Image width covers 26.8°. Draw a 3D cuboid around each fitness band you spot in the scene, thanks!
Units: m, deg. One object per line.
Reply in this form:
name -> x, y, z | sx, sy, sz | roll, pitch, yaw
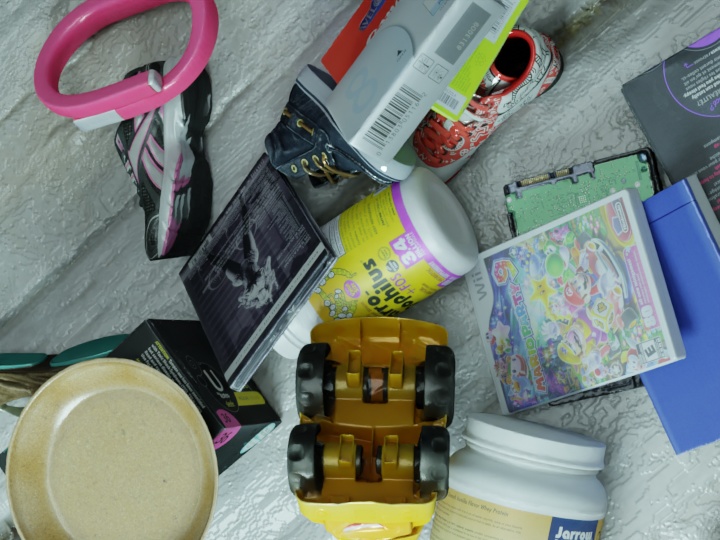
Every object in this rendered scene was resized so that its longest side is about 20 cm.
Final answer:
fitness band -> -0.225, -0.211, 1.434 | 0.198, 0.037, 0.145 | -14, 57, 25

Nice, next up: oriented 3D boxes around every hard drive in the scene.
hard drive -> 0.266, 0.040, 1.234 | 0.132, 0.025, 0.202 | -32, 80, 51
hard drive -> 0.211, 0.006, 1.323 | 0.138, 0.038, 0.202 | -14, 84, 16

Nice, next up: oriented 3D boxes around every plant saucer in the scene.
plant saucer -> -0.208, 0.175, 1.291 | 0.198, 0.035, 0.203 | 0, 89, 16

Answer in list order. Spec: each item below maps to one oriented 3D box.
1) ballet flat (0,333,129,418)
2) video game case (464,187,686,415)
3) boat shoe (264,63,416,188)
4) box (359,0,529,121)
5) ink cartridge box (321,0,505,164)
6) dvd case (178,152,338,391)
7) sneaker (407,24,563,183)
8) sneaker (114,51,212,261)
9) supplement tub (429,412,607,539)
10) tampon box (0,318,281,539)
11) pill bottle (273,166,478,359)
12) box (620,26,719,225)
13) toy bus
ballet flat -> -0.295, 0.110, 1.469 | 0.198, 0.068, 0.073 | -10, 105, 17
video game case -> 0.175, 0.030, 1.278 | 0.199, 0.018, 0.145 | -25, 77, 47
boat shoe -> -0.020, -0.104, 1.350 | 0.091, 0.070, 0.200 | -58, 34, 14
box -> 0.058, -0.215, 1.311 | 0.123, 0.047, 0.200 | -59, 30, 7
ink cartridge box -> 0.024, -0.204, 1.258 | 0.161, 0.047, 0.201 | -53, 34, 17
dvd case -> -0.096, -0.003, 1.361 | 0.149, 0.016, 0.200 | -53, 33, 13
sneaker -> 0.087, -0.141, 1.330 | 0.201, 0.108, 0.068 | -39, 78, 13
sneaker -> -0.193, -0.105, 1.442 | 0.085, 0.080, 0.203 | -3, 75, 22
supplement tub -> 0.130, 0.233, 1.283 | 0.143, 0.144, 0.203 | 12, 92, 17
tampon box -> -0.200, 0.155, 1.387 | 0.200, 0.150, 0.127 | -41, 77, 12
pill bottle -> 0.000, 0.000, 1.349 | 0.199, 0.104, 0.105 | -33, 79, 22
box -> 0.320, -0.092, 1.256 | 0.121, 0.106, 0.202 | -29, 80, 16
toy bus -> 0.012, 0.170, 1.293 | 0.134, 0.201, 0.193 | 2, 133, 4
